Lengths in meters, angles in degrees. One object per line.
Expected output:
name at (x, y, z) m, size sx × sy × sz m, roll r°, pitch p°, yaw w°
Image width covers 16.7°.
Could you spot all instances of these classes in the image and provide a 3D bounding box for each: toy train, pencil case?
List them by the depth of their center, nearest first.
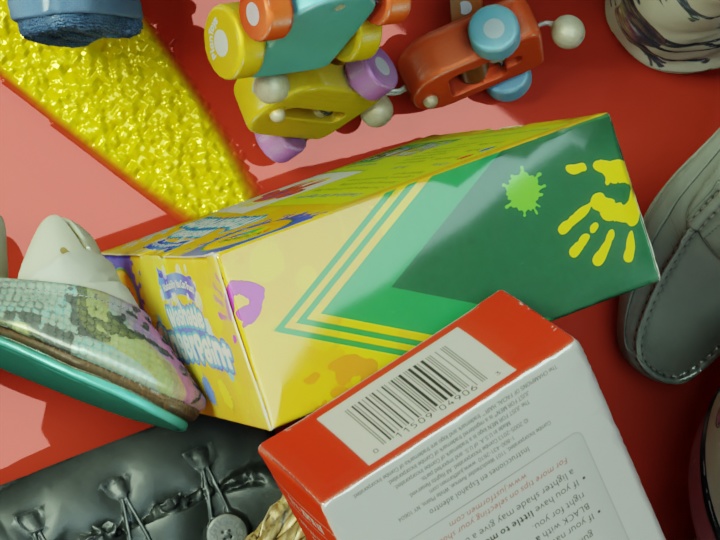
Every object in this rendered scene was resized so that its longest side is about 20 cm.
toy train at (0.009, -0.110, 1.025) m, size 0.150 × 0.200 × 0.056 m, roll -24°, pitch 73°, yaw 6°
pencil case at (0.162, -0.144, 1.043) m, size 0.089 × 0.200 × 0.078 m, roll -25°, pitch 83°, yaw -8°

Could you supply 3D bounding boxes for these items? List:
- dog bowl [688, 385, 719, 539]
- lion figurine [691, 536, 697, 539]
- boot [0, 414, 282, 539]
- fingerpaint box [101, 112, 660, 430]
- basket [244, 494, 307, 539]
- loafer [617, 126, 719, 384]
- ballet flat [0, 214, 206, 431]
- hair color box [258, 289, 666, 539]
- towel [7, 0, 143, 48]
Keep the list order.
dog bowl at (0.232, 0.105, 1.090) m, size 0.200 × 0.074 × 0.200 m, roll 18°, pitch 50°, yaw -23°
lion figurine at (0.160, 0.148, 1.117) m, size 0.200 × 0.072 × 0.123 m, roll -26°, pitch 87°, yaw -31°
boot at (-0.107, 0.158, 1.028) m, size 0.200 × 0.066 × 0.165 m, roll -20°, pitch 97°, yaw -22°
fingerpaint box at (0.000, 0.000, 0.989) m, size 0.167 × 0.200 × 0.073 m, roll -20°, pitch 97°, yaw -18°
basket at (0.021, 0.179, 0.987) m, size 0.143 × 0.149 × 0.200 m, roll 34°, pitch 85°, yaw -52°
loafer at (0.178, -0.029, 1.082) m, size 0.070 × 0.070 × 0.200 m, roll 18°, pitch 114°, yaw -21°
ballet flat at (-0.147, 0.009, 0.970) m, size 0.200 × 0.069 × 0.071 m, roll 11°, pitch 71°, yaw 21°
hair color box at (0.057, 0.121, 0.905) m, size 0.111 × 0.064 × 0.200 m, roll -32°, pitch 117°, yaw -12°
towel at (-0.126, -0.193, 0.997) m, size 0.048 × 0.112 × 0.200 m, roll -2°, pitch 92°, yaw 9°
